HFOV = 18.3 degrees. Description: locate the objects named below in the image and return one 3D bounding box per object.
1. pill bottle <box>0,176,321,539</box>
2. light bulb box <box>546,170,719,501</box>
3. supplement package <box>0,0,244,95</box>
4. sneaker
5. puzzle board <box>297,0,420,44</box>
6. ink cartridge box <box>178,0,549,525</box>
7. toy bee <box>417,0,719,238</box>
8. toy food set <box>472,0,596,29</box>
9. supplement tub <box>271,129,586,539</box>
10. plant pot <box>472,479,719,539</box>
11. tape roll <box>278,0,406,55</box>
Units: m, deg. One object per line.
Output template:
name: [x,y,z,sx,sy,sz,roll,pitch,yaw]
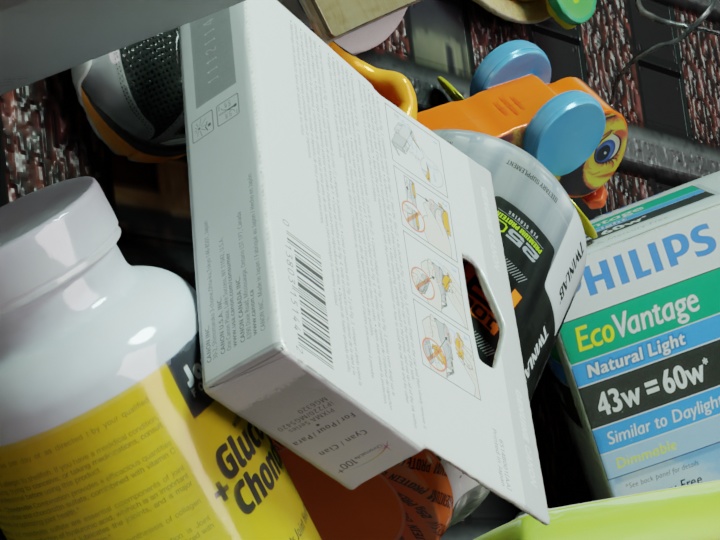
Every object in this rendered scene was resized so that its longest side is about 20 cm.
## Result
pill bottle: [-0.095,0.070,0.881,0.112,0.111,0.201,-45,114,-50]
light bulb box: [0.206,0.054,1.200,0.125,0.197,0.202,-122,-168,-84]
supplement package: [-0.128,-0.141,0.836,0.117,0.199,0.118,-5,82,-54]
sneaker: [-0.053,-0.088,1.026,0.199,0.077,0.079,9,72,-50]
puzzle board: [-0.030,-0.213,1.069,0.201,0.017,0.151,63,31,-4]
ink cartridge box: [0.000,0.000,0.938,0.176,0.045,0.201,37,34,-40]
toy bee: [0.103,-0.063,1.186,0.109,0.198,0.132,83,-6,-46]
toy food set: [0.083,-0.240,1.288,0.198,0.048,0.201,39,48,-40]
supplement tub: [0.025,0.037,1.046,0.123,0.122,0.201,55,40,-26]
plant pot: [0.125,0.202,1.024,0.197,0.200,0.183,-7,74,-25]
tape roll: [-0.042,-0.200,1.115,0.202,0.037,0.205,25,58,-48]
